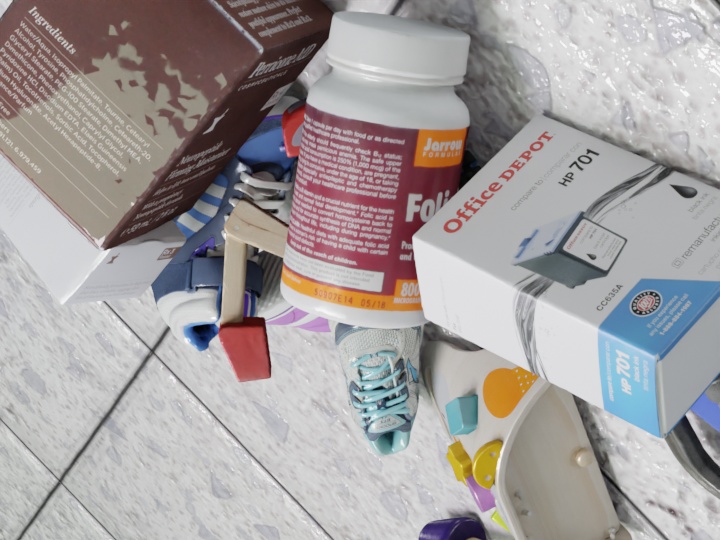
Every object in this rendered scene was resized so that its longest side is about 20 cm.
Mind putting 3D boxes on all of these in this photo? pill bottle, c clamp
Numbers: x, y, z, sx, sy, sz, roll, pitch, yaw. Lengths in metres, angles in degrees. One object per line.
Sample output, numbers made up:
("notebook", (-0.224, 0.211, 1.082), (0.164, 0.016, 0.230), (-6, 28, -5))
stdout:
("pill bottle", (0.013, -0.071, 1.413), (0.114, 0.114, 0.201), (20, 108, 39))
("c clamp", (0.251, 0.113, 1.426), (0.170, 0.027, 0.200), (24, 153, 46))

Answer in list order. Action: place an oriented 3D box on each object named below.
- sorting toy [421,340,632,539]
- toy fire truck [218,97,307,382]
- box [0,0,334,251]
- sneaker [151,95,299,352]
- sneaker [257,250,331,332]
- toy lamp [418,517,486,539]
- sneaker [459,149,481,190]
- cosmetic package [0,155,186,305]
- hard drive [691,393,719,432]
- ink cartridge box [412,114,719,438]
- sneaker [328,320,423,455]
("sorting toy", (0.111, 0.139, 1.671), (0.180, 0.107, 0.201), (40, 157, 55))
("toy fire truck", (-0.050, -0.027, 1.549), (0.049, 0.140, 0.201), (-97, -4, -82))
("box", (-0.155, -0.151, 1.477), (0.164, 0.166, 0.200), (44, 113, 5))
("sneaker", (-0.091, -0.024, 1.617), (0.200, 0.080, 0.147), (-42, 55, 31))
("sneaker", (0.000, -0.001, 1.663), (0.200, 0.073, 0.114), (-18, 155, 38))
("toy lamp", (0.128, 0.255, 1.805), (0.199, 0.058, 0.058), (9, 134, 50))
("sneaker", (0.081, -0.022, 1.512), (0.200, 0.075, 0.087), (47, 168, 12))
("cosmetic package", (-0.234, -0.069, 1.554), (0.074, 0.101, 0.200), (-47, 70, 24))
("hard drive", (0.301, 0.112, 1.405), (0.200, 0.025, 0.132), (38, 160, 15))
("ink cartridge box", (0.156, -0.001, 1.352), (0.199, 0.146, 0.086), (27, 147, 31))
("sneaker", (0.022, 0.088, 1.674), (0.200, 0.077, 0.087), (74, -172, -63))
